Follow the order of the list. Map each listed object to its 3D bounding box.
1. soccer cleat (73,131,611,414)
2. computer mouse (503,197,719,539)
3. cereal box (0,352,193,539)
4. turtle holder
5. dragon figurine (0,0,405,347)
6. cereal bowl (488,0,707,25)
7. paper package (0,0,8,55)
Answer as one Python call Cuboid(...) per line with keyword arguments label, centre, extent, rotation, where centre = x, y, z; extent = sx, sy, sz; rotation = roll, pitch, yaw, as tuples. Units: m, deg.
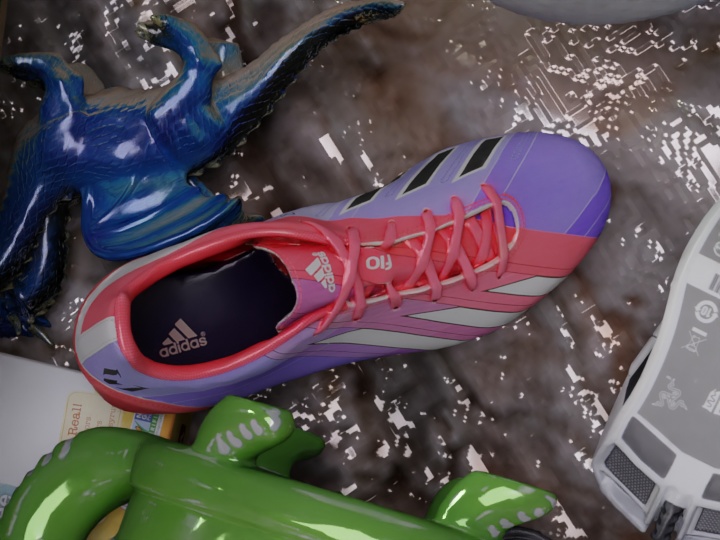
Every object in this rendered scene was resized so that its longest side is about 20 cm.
Cuboid(label="soccer cleat", centre=(0.000, 0.000, 0.755), extent=(0.199, 0.076, 0.067), rotation=(-18, 86, -13))
Cuboid(label="computer mouse", centre=(0.123, 0.059, 0.773), extent=(0.109, 0.044, 0.200), rotation=(28, 92, 12))
Cuboid(label="cereal box", centre=(-0.172, 0.092, 0.793), extent=(0.199, 0.040, 0.144), rotation=(12, 84, 6))
Cuboid(label="turtle holder", centre=(-0.029, 0.113, 0.707), extent=(0.185, 0.141, 0.132), rotation=(19, 84, -18))
Cuboid(label="dragon figurine", centre=(-0.070, -0.034, 0.789), extent=(0.199, 0.059, 0.100), rotation=(-13, 84, 8))
Cuboid(label="cereal bowl", centre=(0.102, -0.166, 0.760), extent=(0.200, 0.083, 0.201), rotation=(-17, 56, 26))
Cuboid(label="paper package", centre=(-0.213, -0.085, 0.705), extent=(0.190, 0.104, 0.201), rotation=(-1, 70, 11))
